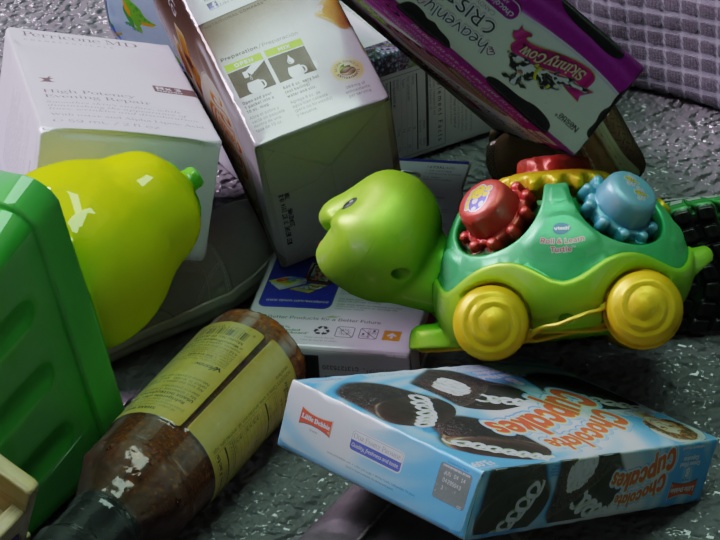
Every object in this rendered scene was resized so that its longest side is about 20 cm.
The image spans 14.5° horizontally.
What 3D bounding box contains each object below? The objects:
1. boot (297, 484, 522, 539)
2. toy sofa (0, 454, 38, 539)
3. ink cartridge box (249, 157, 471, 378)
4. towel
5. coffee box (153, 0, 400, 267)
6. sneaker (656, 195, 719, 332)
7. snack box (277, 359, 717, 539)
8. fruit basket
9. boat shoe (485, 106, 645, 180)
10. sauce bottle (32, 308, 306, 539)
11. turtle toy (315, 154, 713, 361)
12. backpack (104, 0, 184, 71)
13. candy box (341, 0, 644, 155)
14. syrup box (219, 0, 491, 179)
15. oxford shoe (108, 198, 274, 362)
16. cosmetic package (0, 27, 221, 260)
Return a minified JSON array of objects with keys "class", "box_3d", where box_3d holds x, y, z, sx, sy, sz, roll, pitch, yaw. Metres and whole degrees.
[{"class":"boot","box_3d":[-0.043,0.151,1.291,0.182,0.073,0.200,25,46,16]},{"class":"toy sofa","box_3d":[-0.237,0.158,1.276,0.083,0.098,0.200,33,52,11]},{"class":"ink cartridge box","box_3d":[0.000,0.000,1.561,0.095,0.037,0.200,3,35,11]},{"class":"towel","box_3d":[0.178,-0.192,1.730,0.200,0.166,0.086,20,42,33]},{"class":"coffee box","box_3d":[-0.051,-0.118,1.553,0.080,0.114,0.200,-21,56,-9]},{"class":"sneaker","box_3d":[0.147,-0.018,1.537,0.200,0.078,0.085,-1,30,1]},{"class":"snack box","box_3d":[0.069,0.082,1.352,0.116,0.037,0.200,24,16,35]},{"class":"fruit basket","box_3d":[-0.175,0.009,1.403,0.155,0.216,0.216,10,35,20]},{"class":"boat shoe","box_3d":[0.108,-0.068,1.599,0.076,0.072,0.200,-26,3,-1]},{"class":"sauce bottle","box_3d":[-0.098,0.092,1.394,0.066,0.066,0.200,14,35,25]},{"class":"turtle toy","box_3d":[0.078,-0.006,1.432,0.200,0.101,0.146,-4,-2,2]},{"class":"backpack","box_3d":[-0.067,-0.216,1.754,0.183,0.200,0.147,18,38,28]},{"class":"candy box","box_3d":[0.058,-0.130,1.480,0.061,0.136,0.200,-51,10,0]},{"class":"syrup box","box_3d":[0.010,-0.115,1.699,0.200,0.081,0.079,-20,38,-23]},{"class":"oxford shoe","box_3d":[-0.115,-0.001,1.552,0.200,0.058,0.075,-28,36,-37]},{"class":"cosmetic package","box_3d":[-0.143,-0.072,1.559,0.102,0.074,0.200,5,20,-16]}]
